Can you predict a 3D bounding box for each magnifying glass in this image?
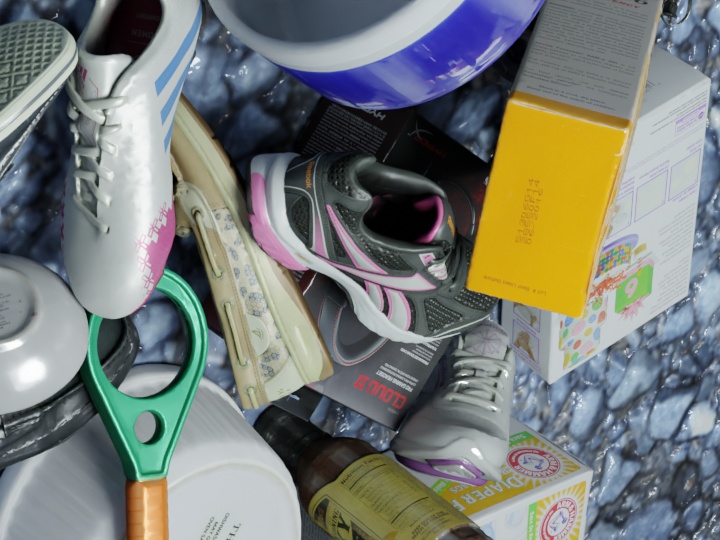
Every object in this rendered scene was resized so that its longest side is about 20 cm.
[{"bbox_3d":[-0.123,0.097,1.230,0.079,0.022,0.201,-3,92,-35],"label":"magnifying glass"}]

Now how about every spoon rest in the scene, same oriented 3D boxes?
[{"bbox_3d":[-0.244,0.046,1.162,0.199,0.100,0.061,-14,149,-23],"label":"spoon rest"}]

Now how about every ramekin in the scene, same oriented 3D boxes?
[{"bbox_3d":[-0.125,0.166,1.328,0.202,0.094,0.204,-22,126,-34],"label":"ramekin"}]

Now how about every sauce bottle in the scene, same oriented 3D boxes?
[{"bbox_3d":[0.006,0.148,1.364,0.064,0.200,0.065,-21,127,-31],"label":"sauce bottle"}]

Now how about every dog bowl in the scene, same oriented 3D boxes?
[{"bbox_3d":[0.012,-0.192,1.173,0.079,0.200,0.201,33,89,-50],"label":"dog bowl"}]

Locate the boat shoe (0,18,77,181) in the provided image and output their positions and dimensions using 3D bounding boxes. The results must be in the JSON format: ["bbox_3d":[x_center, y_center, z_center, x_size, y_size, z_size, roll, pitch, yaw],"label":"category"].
[{"bbox_3d":[-0.220,-0.051,1.127,0.200,0.074,0.062,-49,143,-11],"label":"boat shoe"}]

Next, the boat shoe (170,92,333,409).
[{"bbox_3d":[-0.083,-0.015,1.245,0.062,0.073,0.201,-27,99,1],"label":"boat shoe"}]

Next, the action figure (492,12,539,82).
[{"bbox_3d":[0.116,-0.188,1.375,0.131,0.069,0.200,-58,142,-8],"label":"action figure"}]

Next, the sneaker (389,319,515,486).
[{"bbox_3d":[0.065,0.083,1.431,0.074,0.200,0.100,16,97,-2],"label":"sneaker"}]

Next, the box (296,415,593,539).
[{"bbox_3d":[0.055,0.190,1.510,0.199,0.101,0.113,-17,125,-37],"label":"box"}]

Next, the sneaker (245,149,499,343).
[{"bbox_3d":[0.026,-0.014,1.242,0.200,0.086,0.081,23,64,-47],"label":"sneaker"}]

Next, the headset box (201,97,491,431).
[{"bbox_3d":[0.000,0.000,1.366,0.148,0.075,0.201,31,90,-48],"label":"headset box"}]

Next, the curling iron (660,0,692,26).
[{"bbox_3d":[0.160,-0.136,1.477,0.200,0.026,0.050,-47,134,-12],"label":"curling iron"}]

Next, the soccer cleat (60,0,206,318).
[{"bbox_3d":[-0.136,-0.076,1.170,0.086,0.069,0.201,16,82,-67],"label":"soccer cleat"}]

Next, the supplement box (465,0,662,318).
[{"bbox_3d":[0.123,-0.079,1.273,0.200,0.073,0.127,-67,169,-58],"label":"supplement box"}]

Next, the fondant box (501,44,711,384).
[{"bbox_3d":[0.168,-0.038,1.501,0.144,0.058,0.201,-30,138,-28],"label":"fondant box"}]

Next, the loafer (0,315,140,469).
[{"bbox_3d":[-0.210,0.075,1.209,0.200,0.068,0.071,-33,149,-21],"label":"loafer"}]
